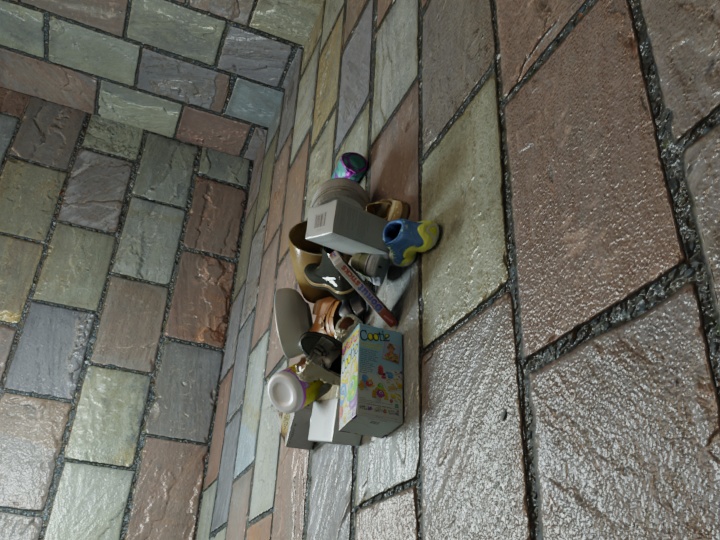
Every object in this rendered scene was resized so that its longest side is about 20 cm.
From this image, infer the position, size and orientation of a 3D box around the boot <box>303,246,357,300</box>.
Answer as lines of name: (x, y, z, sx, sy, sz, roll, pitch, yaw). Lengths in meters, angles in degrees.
boot: (-0.088, -0.022, 1.729, 0.199, 0.077, 0.139, 20, 135, 45)

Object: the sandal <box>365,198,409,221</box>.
sandal: (0.049, -0.148, 1.673, 0.211, 0.069, 0.078, -169, 93, -72)

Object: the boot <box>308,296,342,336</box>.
boot: (-0.087, 0.171, 1.840, 0.154, 0.073, 0.202, -4, 86, 64)

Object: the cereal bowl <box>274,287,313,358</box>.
cereal bowl: (-0.182, 0.146, 1.946, 0.200, 0.082, 0.202, -9, -90, -87)

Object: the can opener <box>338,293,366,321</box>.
can opener: (-0.027, 0.069, 1.762, 0.078, 0.063, 0.201, -34, 36, 9)

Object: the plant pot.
plant pot: (-0.116, -0.013, 1.936, 0.187, 0.184, 0.202, -103, 16, -53)

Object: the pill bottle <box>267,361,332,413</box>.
pill bottle: (-0.136, 0.279, 1.724, 0.199, 0.104, 0.105, -19, -44, -57)

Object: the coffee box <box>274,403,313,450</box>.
coffee box: (-0.180, 0.409, 1.937, 0.200, 0.079, 0.114, -143, 67, -70)

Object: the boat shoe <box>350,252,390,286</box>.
boat shoe: (0.025, -0.013, 1.542, 0.200, 0.062, 0.073, 45, -113, -77)

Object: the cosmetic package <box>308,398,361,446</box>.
cosmetic package: (-0.060, 0.362, 1.632, 0.200, 0.073, 0.103, 149, 132, -68)

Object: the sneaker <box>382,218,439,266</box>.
sneaker: (0.083, -0.068, 1.458, 0.200, 0.104, 0.076, 141, 140, -61)

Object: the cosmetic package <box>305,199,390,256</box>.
cosmetic package: (-0.014, -0.088, 1.584, 0.112, 0.199, 0.082, -8, 69, 49)

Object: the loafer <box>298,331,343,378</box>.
loafer: (-0.047, 0.199, 1.508, 0.072, 0.199, 0.063, -57, 7, -2)

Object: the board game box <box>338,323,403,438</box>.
board game box: (0.022, 0.231, 1.429, 0.103, 0.104, 0.202, 128, 151, -52)

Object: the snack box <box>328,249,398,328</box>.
snack box: (0.006, 0.041, 1.487, 0.024, 0.200, 0.072, -41, 24, 2)

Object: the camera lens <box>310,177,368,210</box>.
camera lens: (-0.053, -0.149, 1.789, 0.200, 0.158, 0.161, -92, 21, -71)

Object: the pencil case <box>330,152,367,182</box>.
pencil case: (-0.052, -0.259, 2.032, 0.200, 0.085, 0.093, -57, 10, 47)

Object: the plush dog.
plush dog: (-0.039, 0.206, 1.633, 0.200, 0.160, 0.172, -44, 9, 7)

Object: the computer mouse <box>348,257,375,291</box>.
computer mouse: (0.000, 0.000, 1.755, 0.200, 0.043, 0.111, -159, 82, -72)
